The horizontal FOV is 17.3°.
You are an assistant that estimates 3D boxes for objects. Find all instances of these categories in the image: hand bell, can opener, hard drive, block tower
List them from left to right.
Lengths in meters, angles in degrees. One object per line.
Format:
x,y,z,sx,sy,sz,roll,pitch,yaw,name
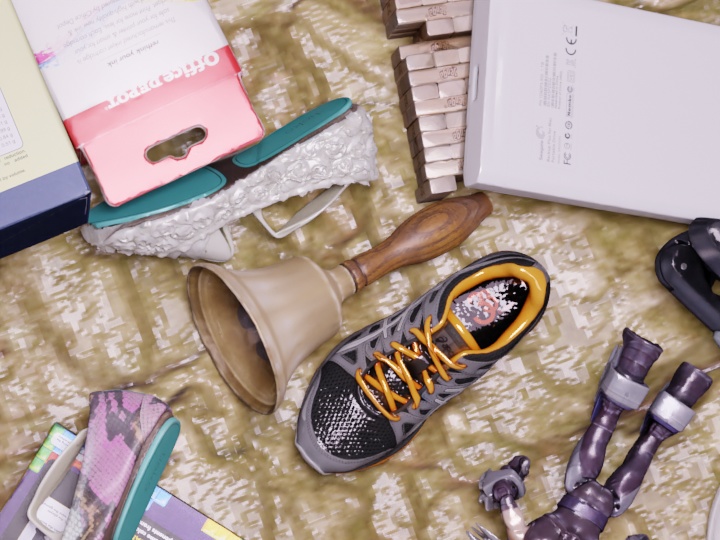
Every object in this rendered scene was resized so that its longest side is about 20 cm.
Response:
0.000,0.000,1.501,0.200,0.104,0.104,-28,88,-23,hand bell
0.048,-0.148,1.527,0.058,0.054,0.201,-9,85,-8,block tower
0.163,-0.105,1.521,0.199,0.026,0.132,9,79,-24,hard drive
0.271,0.043,1.533,0.200,0.079,0.063,44,85,-13,can opener

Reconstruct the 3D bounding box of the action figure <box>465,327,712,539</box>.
0.149,0.141,1.502,0.130,0.069,0.200,32,84,-10,action figure

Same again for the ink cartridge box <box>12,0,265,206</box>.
-0.152,-0.147,1.493,0.116,0.067,0.200,-25,87,-9,ink cartridge box

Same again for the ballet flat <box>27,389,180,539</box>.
-0.168,0.165,1.404,0.071,0.069,0.201,15,78,13,ballet flat

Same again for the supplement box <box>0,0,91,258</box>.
-0.285,-0.091,1.374,0.199,0.134,0.200,-22,87,-10,supplement box

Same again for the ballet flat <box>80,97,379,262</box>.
-0.075,-0.043,1.495,0.199,0.072,0.072,-25,87,-10,ballet flat

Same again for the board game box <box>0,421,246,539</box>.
-0.147,0.215,1.457,0.200,0.057,0.166,33,82,-2,board game box

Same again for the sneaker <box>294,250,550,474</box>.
0.040,0.053,1.491,0.200,0.077,0.078,-41,91,-9,sneaker

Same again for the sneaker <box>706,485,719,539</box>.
0.287,0.123,1.486,0.075,0.088,0.200,39,105,3,sneaker
